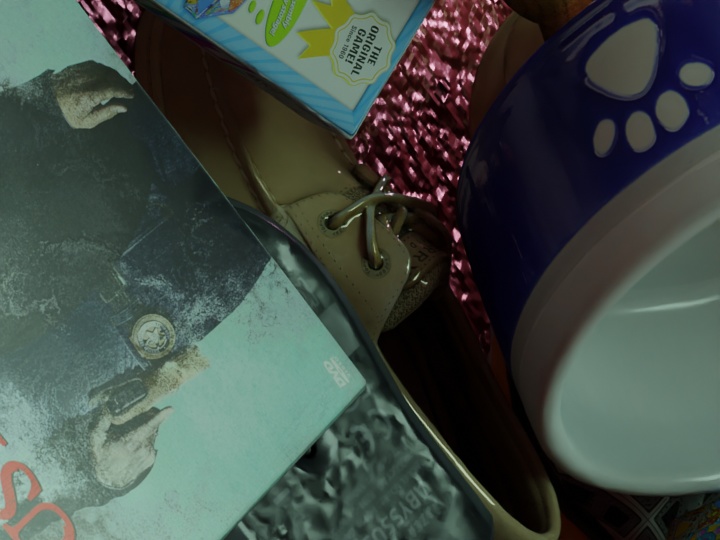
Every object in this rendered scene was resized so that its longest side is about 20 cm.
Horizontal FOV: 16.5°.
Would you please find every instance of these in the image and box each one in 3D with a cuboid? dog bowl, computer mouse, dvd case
[{"bbox_3d":[0.131,-0.018,0.734,0.200,0.200,0.079,17,42,-47],"label":"dog bowl"},{"bbox_3d":[-0.021,0.073,0.685,0.138,0.053,0.201,-35,96,-39],"label":"computer mouse"},{"bbox_3d":[-0.098,0.032,0.593,0.146,0.022,0.200,53,51,-9],"label":"dvd case"}]

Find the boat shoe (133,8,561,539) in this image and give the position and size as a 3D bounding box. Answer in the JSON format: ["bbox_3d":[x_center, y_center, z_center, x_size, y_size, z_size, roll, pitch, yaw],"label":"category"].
[{"bbox_3d":[0.000,0.000,0.744,0.071,0.064,0.201,-40,107,-52],"label":"boat shoe"}]

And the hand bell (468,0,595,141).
[{"bbox_3d":[0.063,-0.073,0.741,0.200,0.103,0.105,39,41,-72],"label":"hand bell"}]

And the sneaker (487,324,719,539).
[{"bbox_3d":[0.111,0.078,0.843,0.201,0.077,0.078,59,40,-12],"label":"sneaker"}]

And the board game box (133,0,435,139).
[{"bbox_3d":[-0.005,-0.155,0.668,0.134,0.034,0.201,33,87,-32],"label":"board game box"}]

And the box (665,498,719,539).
[{"bbox_3d":[0.167,0.137,0.683,0.122,0.192,0.200,49,39,-14],"label":"box"}]
